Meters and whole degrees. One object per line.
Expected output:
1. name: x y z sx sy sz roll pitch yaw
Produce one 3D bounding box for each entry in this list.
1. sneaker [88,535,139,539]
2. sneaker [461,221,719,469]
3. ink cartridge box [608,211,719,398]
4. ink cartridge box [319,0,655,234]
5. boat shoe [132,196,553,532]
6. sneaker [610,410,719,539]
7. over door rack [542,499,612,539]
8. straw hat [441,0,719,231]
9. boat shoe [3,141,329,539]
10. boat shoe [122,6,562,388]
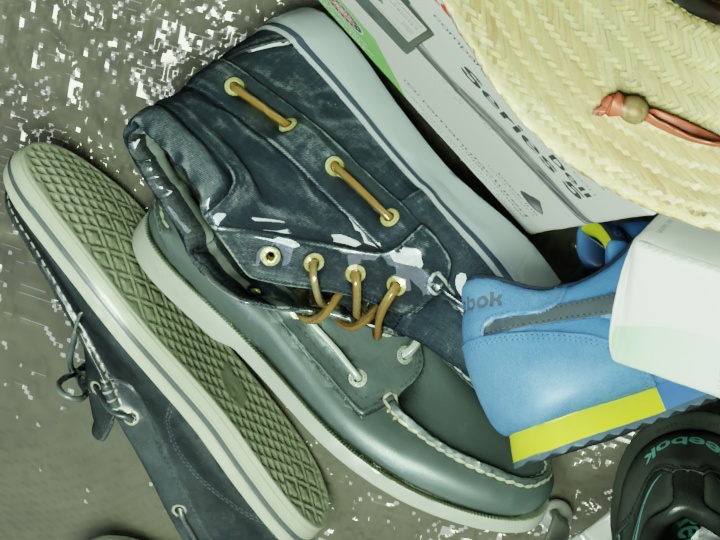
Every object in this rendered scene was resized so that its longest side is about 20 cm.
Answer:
1. sneaker: -0.045 0.162 1.052 0.200 0.076 0.081 35 126 29
2. sneaker: 0.129 0.006 0.909 0.066 0.200 0.079 140 112 -68
3. ink cartridge box: 0.199 0.007 0.794 0.200 0.161 0.050 21 123 21
4. ink cartridge box: 0.057 -0.094 0.855 0.084 0.200 0.146 -43 94 -6
5. boat shoe: 0.001 0.025 1.003 0.200 0.073 0.062 39 120 8
6. sneaker: 0.118 0.155 0.926 0.075 0.079 0.201 -5 101 7
7. over door rack: 0.098 0.174 1.042 0.148 0.067 0.200 47 132 -2
8. straw hat: 0.110 -0.119 0.714 0.200 0.085 0.202 4 114 9
9. boat shoe: -0.090 0.039 1.040 0.062 0.075 0.200 -29 105 21
10. boat shoe: 0.000 0.000 0.955 0.200 0.091 0.071 50 156 14
